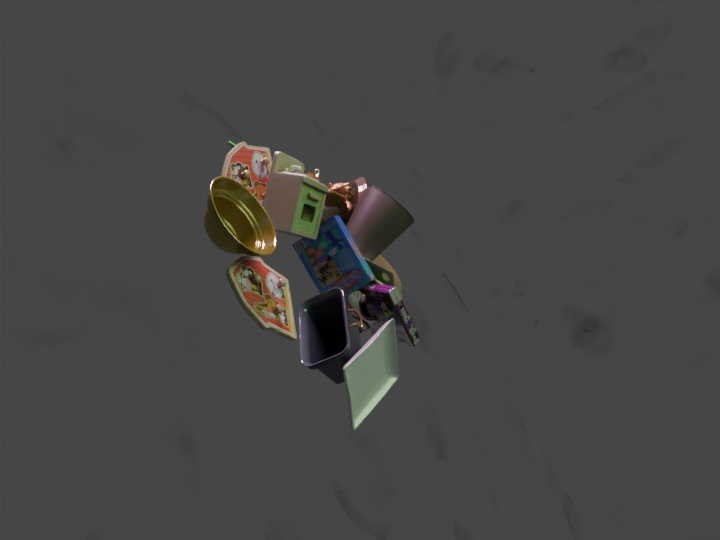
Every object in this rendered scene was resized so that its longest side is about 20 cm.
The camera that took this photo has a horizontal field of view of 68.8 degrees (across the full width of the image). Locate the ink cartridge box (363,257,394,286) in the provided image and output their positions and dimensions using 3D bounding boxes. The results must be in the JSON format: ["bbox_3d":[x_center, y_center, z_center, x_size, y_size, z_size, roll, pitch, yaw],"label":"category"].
[{"bbox_3d":[0.000,0.000,1.510,0.199,0.048,0.146,31,-14,15],"label":"ink cartridge box"}]

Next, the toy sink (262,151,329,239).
[{"bbox_3d":[-0.165,-0.193,1.375,0.130,0.111,0.201,14,88,-63],"label":"toy sink"}]

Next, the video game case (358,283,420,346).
[{"bbox_3d":[0.065,0.119,1.489,0.036,0.200,0.182,-37,112,-26],"label":"video game case"}]

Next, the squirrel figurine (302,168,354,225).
[{"bbox_3d":[-0.116,-0.229,1.657,0.199,0.142,0.187,5,36,-44],"label":"squirrel figurine"}]

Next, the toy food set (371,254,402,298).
[{"bbox_3d":[0.057,0.007,1.674,0.200,0.049,0.198,23,32,-50],"label":"toy food set"}]

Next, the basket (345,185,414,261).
[{"bbox_3d":[0.030,-0.121,1.567,0.180,0.200,0.136,38,-10,2],"label":"basket"}]

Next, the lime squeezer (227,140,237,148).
[{"bbox_3d":[-0.298,-0.332,1.514,0.071,0.038,0.200,61,21,9],"label":"lime squeezer"}]

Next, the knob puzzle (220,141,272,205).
[{"bbox_3d":[-0.274,-0.231,1.339,0.219,0.030,0.221,21,65,-54],"label":"knob puzzle"}]

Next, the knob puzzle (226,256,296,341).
[{"bbox_3d":[-0.213,0.043,1.164,0.220,0.030,0.220,47,23,-28],"label":"knob puzzle"}]

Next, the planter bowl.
[{"bbox_3d":[-0.280,-0.099,1.154,0.200,0.083,0.201,47,23,-27],"label":"planter bowl"}]

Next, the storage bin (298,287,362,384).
[{"bbox_3d":[-0.052,0.162,1.258,0.134,0.145,0.201,54,18,-42],"label":"storage bin"}]

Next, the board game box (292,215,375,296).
[{"bbox_3d":[-0.073,-0.024,1.432,0.201,0.152,0.045,61,20,4],"label":"board game box"}]

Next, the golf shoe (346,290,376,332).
[{"bbox_3d":[-0.025,0.077,1.488,0.201,0.092,0.073,60,23,8],"label":"golf shoe"}]

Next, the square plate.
[{"bbox_3d":[0.023,0.238,1.230,0.200,0.028,0.199,-41,136,-41],"label":"square plate"}]

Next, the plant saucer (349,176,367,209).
[{"bbox_3d":[-0.018,-0.207,1.721,0.029,0.201,0.201,6,44,-17],"label":"plant saucer"}]
